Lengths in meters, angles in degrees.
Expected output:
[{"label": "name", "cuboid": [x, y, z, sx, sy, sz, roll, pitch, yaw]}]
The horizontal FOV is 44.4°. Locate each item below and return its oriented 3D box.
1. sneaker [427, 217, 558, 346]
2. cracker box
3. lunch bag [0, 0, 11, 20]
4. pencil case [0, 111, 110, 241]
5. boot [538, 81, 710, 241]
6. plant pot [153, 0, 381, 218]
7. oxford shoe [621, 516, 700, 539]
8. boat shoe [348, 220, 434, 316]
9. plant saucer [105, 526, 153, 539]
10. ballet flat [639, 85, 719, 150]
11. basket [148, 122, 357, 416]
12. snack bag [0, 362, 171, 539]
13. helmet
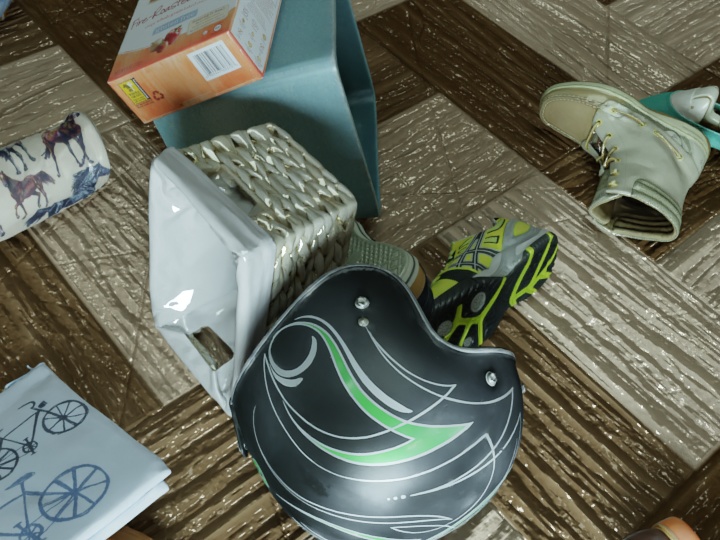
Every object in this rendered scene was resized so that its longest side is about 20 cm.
[{"label": "sneaker", "cuboid": [0.104, 0.014, 0.839, 0.076, 0.077, 0.199, 29, 44, 36]}, {"label": "cracker box", "cuboid": [-0.140, -0.240, 0.805, 0.132, 0.058, 0.203, -15, 48, 25]}, {"label": "lunch bag", "cuboid": [-0.499, -0.356, 1.000, 0.160, 0.076, 0.200, 46, 23, 8]}, {"label": "pencil case", "cuboid": [-0.337, -0.084, 0.853, 0.199, 0.078, 0.090, -34, 75, -30]}, {"label": "boot", "cuboid": [0.270, -0.121, 0.966, 0.197, 0.073, 0.155, 25, 54, 13]}, {"label": "plant pot", "cuboid": [-0.096, -0.171, 0.887, 0.196, 0.197, 0.199, -10, 49, 9]}, {"label": "oxford shoe", "cuboid": [0.245, 0.275, 0.628, 0.072, 0.072, 0.201, -14, 40, -12]}, {"label": "boat shoe", "cuboid": [0.000, 0.000, 0.807, 0.075, 0.062, 0.199, -51, 32, -9]}, {"label": "plant saucer", "cuboid": [-0.204, 0.262, 0.603, 0.196, 0.038, 0.203, 4, 49, -4]}, {"label": "ballet flat", "cuboid": [0.419, -0.176, 1.029, 0.198, 0.071, 0.068, 27, 52, 16]}, {"label": "basket", "cuboid": [-0.092, -0.004, 0.739, 0.122, 0.202, 0.135, -28, 57, -33]}, {"label": "snack bag", "cuboid": [-0.268, 0.165, 0.660, 0.198, 0.022, 0.188, 25, 49, 37]}, {"label": "helmet", "cuboid": [0.019, 0.111, 0.661, 0.190, 0.201, 0.199, 42, 56, 15]}]
